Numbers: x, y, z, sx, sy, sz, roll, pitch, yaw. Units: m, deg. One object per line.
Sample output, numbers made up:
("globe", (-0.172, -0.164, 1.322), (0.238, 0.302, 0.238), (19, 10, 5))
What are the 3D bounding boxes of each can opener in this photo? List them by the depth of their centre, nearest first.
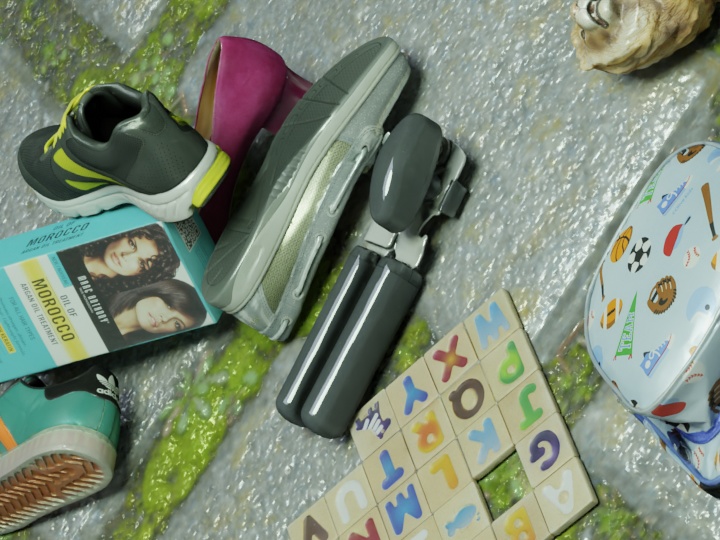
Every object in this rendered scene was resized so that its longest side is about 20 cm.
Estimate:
("can opener", (0.000, 0.000, 1.726), (0.053, 0.067, 0.201), (20, 80, 49))

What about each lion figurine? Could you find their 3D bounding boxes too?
("lion figurine", (0.193, -0.206, 1.655), (0.122, 0.072, 0.201), (-19, 41, 53))

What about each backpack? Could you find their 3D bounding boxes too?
("backpack", (0.201, 0.023, 1.446), (0.200, 0.154, 0.191), (-54, 18, 5))

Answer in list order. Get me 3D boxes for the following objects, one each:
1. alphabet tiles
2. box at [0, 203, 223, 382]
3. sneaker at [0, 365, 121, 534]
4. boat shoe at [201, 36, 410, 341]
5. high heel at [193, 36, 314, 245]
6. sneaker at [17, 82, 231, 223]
("alphabet tiles", (0.039, 0.130, 1.664), (0.200, 0.008, 0.168), (-41, 45, 21))
("box", (-0.187, 0.013, 1.859), (0.199, 0.083, 0.049), (-16, 25, 25))
("sneaker", (-0.230, 0.119, 1.901), (0.199, 0.071, 0.080), (-19, 45, 38))
("boat shoe", (-0.025, -0.054, 1.794), (0.203, 0.065, 0.074), (-60, 22, -6))
("high heel", (-0.115, -0.065, 1.855), (0.200, 0.096, 0.068), (-45, 44, 18))
("sneaker", (-0.161, -0.086, 1.812), (0.199, 0.085, 0.075), (4, 50, 50))
